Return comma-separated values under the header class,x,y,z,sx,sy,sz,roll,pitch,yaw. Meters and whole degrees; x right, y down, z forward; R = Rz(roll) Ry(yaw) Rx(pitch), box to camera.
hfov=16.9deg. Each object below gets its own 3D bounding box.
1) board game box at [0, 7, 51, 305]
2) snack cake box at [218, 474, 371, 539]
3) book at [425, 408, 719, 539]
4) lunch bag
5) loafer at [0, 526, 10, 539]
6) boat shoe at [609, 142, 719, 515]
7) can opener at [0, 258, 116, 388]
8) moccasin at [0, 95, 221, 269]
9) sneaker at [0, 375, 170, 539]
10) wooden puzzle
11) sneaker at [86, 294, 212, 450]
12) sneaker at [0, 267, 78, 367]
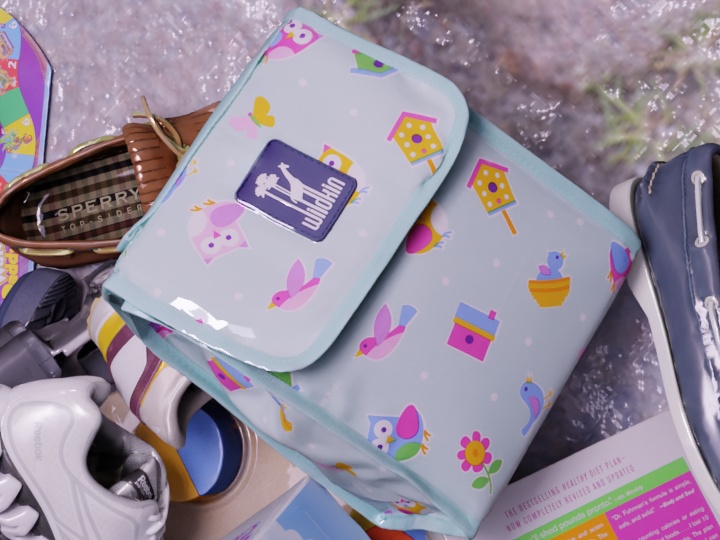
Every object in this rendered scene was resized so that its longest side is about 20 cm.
class,x,y,z,sx,sy,sz,roll,pitch,yaw
board game box,-0.251,-0.060,1.329,0.158,0.039,0.200,7,94,24
snack cake box,-0.005,0.210,1.160,0.200,0.067,0.115,48,131,-5
book,0.134,0.181,1.134,0.133,0.048,0.200,-24,79,-10
lunch bag,0.000,0.000,1.095,0.200,0.122,0.170,39,73,-20
loafer,-0.182,0.170,1.251,0.200,0.063,0.072,42,106,-9
boat shoe,0.180,0.038,1.125,0.062,0.075,0.200,-28,70,33
can opener,-0.165,0.061,1.232,0.200,0.053,0.067,-38,110,-11
moccasin,-0.100,-0.049,1.242,0.201,0.078,0.074,-10,85,23
sneaker,-0.126,0.131,1.199,0.081,0.075,0.200,-17,126,13
wooden puzzle,-0.037,0.113,1.234,0.200,0.046,0.185,-31,79,21
sneaker,-0.032,0.009,1.187,0.200,0.075,0.090,-35,64,2
sneaker,-0.222,0.077,1.303,0.082,0.070,0.200,30,101,18
